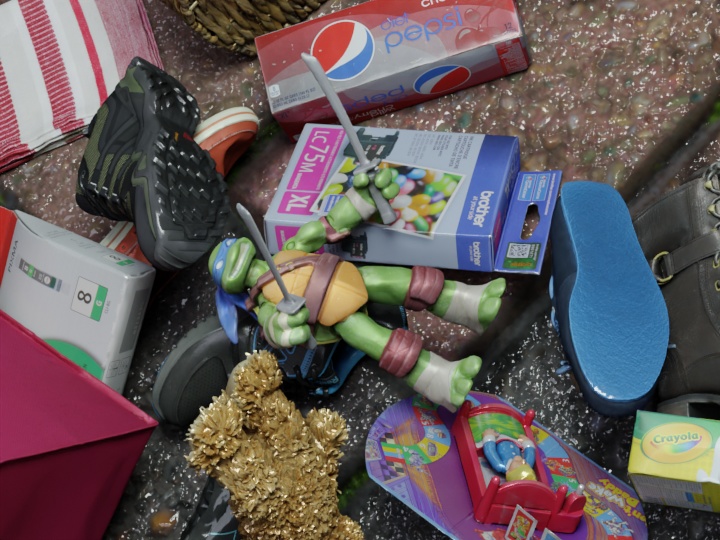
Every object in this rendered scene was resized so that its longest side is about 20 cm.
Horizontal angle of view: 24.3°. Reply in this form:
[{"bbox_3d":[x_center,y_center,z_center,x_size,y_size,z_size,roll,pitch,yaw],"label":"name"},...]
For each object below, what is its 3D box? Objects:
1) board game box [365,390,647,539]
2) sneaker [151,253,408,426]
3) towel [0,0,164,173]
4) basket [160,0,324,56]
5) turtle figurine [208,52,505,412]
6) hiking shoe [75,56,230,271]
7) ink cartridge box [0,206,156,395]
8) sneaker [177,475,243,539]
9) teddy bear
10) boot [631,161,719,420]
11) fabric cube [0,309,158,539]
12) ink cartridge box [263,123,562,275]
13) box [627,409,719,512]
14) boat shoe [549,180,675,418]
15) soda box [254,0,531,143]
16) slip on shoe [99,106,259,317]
[{"bbox_3d":[0.105,0.130,1.107,0.200,0.158,0.039,35,125,22],"label":"board game box"},{"bbox_3d":[-0.059,0.060,1.205,0.199,0.073,0.082,-33,58,2],"label":"sneaker"},{"bbox_3d":[-0.263,-0.166,1.366,0.199,0.023,0.145,-23,67,6],"label":"towel"},{"bbox_3d":[-0.116,-0.272,1.268,0.143,0.200,0.149,-41,70,0],"label":"basket"},{"bbox_3d":[0.000,0.000,1.099,0.193,0.144,0.201,23,116,-3],"label":"turtle figurine"},{"bbox_3d":[-0.155,-0.058,1.196,0.101,0.076,0.201,-43,38,25],"label":"hiking shoe"},{"bbox_3d":[-0.263,0.041,1.249,0.199,0.050,0.162,21,105,17],"label":"ink cartridge box"},{"bbox_3d":[-0.087,0.190,1.173,0.079,0.075,0.201,26,94,-7],"label":"sneaker"},{"bbox_3d":[-0.049,0.149,1.097,0.066,0.145,0.201,-7,105,29],"label":"teddy bear"},{"bbox_3d":[0.247,0.011,1.109,0.200,0.069,0.175,-26,64,51],"label":"boot"},{"bbox_3d":[-0.298,0.147,1.143,0.199,0.196,0.200,33,106,21],"label":"fabric cube"},{"bbox_3d":[0.041,-0.054,1.213,0.199,0.042,0.120,7,43,13],"label":"ink cartridge box"},{"bbox_3d":[0.278,0.134,1.076,0.199,0.117,0.049,8,76,16],"label":"box"},{"bbox_3d":[0.169,0.027,1.141,0.084,0.069,0.201,9,45,-3],"label":"boat shoe"},{"bbox_3d":[0.025,-0.166,1.270,0.199,0.063,0.070,-16,69,8],"label":"soda box"},{"bbox_3d":[-0.138,-0.038,1.266,0.061,0.074,0.200,38,90,17],"label":"slip on shoe"}]
